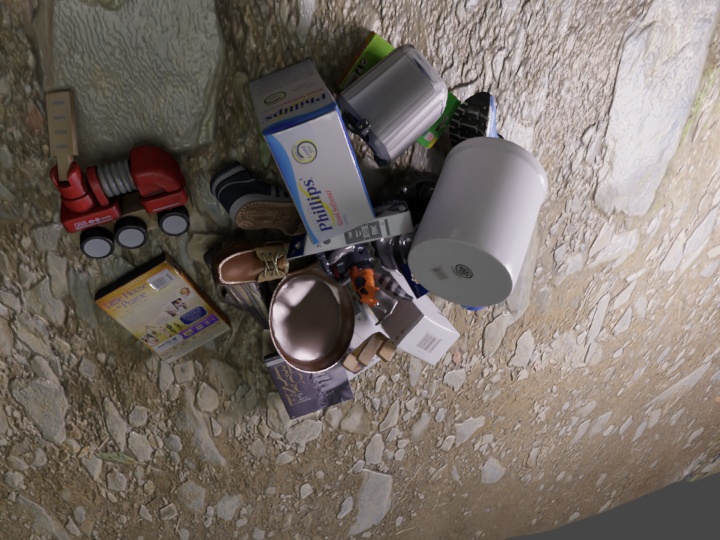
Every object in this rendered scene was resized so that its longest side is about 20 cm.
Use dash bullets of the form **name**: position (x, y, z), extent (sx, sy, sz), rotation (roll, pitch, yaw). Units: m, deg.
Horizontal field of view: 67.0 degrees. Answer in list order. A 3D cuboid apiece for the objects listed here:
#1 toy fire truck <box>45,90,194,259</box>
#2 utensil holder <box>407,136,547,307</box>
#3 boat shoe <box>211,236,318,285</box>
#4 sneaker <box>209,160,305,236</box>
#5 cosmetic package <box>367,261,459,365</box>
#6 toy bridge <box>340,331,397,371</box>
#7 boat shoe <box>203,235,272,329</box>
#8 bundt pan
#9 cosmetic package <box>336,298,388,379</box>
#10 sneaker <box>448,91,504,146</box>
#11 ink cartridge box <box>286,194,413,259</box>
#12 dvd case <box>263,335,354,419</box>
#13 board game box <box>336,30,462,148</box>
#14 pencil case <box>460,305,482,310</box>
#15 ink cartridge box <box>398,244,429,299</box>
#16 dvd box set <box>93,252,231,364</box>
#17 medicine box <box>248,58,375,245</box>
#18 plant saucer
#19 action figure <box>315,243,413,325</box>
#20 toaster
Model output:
- **toy fire truck**: position (-0.353, -0.144, 0.773), extent (0.175, 0.129, 0.201), rotation (-17, 140, -8)
- **utensil holder**: position (0.177, -0.070, 0.821), extent (0.169, 0.201, 0.170), rotation (18, 148, 12)
- **boat shoe**: position (-0.149, -0.020, 0.910), extent (0.199, 0.074, 0.076), rotation (-19, 110, -42)
- **sneaker**: position (-0.156, -0.118, 0.893), extent (0.070, 0.108, 0.200), rotation (-55, 155, 19)
- **cosmetic package**: position (0.085, 0.075, 1.033), extent (0.113, 0.200, 0.081), rotation (30, 106, -37)
- **toy bridge**: position (0.019, 0.152, 1.047), extent (0.027, 0.200, 0.067), rotation (38, 64, -9)
- **boat shoe**: position (-0.215, 0.028, 0.980), extent (0.073, 0.075, 0.201), rotation (-19, 122, 7)
- **bundt pan**: position (0.097, -0.093, 0.992), extent (0.201, 0.076, 0.203), rotation (-11, 129, -13)
- **cosmetic package**: position (-0.049, 0.170, 1.155), extent (0.200, 0.052, 0.151), rotation (-35, 127, 8)
- **sneaker**: position (0.207, -0.224, 0.939), extent (0.089, 0.078, 0.200), rotation (-38, 149, -22)
- **ink cartridge box**: position (-0.022, -0.071, 0.860), extent (0.199, 0.100, 0.039), rotation (-14, 114, 2)
- **dvd case**: position (-0.102, 0.225, 1.134), extent (0.148, 0.016, 0.201), rotation (-18, 128, -5)
- **board game box**: position (0.068, -0.282, 0.871), extent (0.199, 0.030, 0.096), rotation (26, 114, -31)
- **pencil case**: position (0.230, -0.010, 1.103), extent (0.087, 0.078, 0.201), rotation (-25, 130, -11)
- **ink cartridge box**: position (0.163, -0.035, 0.947), extent (0.199, 0.100, 0.039), rotation (-29, 130, 1)
- **dvd box set**: position (-0.349, 0.074, 0.980), extent (0.146, 0.029, 0.200), rotation (-30, 131, 4)
- **medicine box**: position (-0.071, -0.174, 0.786), extent (0.102, 0.200, 0.183), rotation (-23, 130, -1)
- **plant saucer**: position (-0.094, 0.090, 1.021), extent (0.200, 0.201, 0.032), rotation (29, 156, -35)
- **action figure**: position (0.000, 0.000, 0.965), extent (0.104, 0.194, 0.200), rotation (-33, 172, 3)
- **toaster**: position (0.044, -0.232, 0.772), extent (0.129, 0.200, 0.114), rotation (-41, 88, 5)
